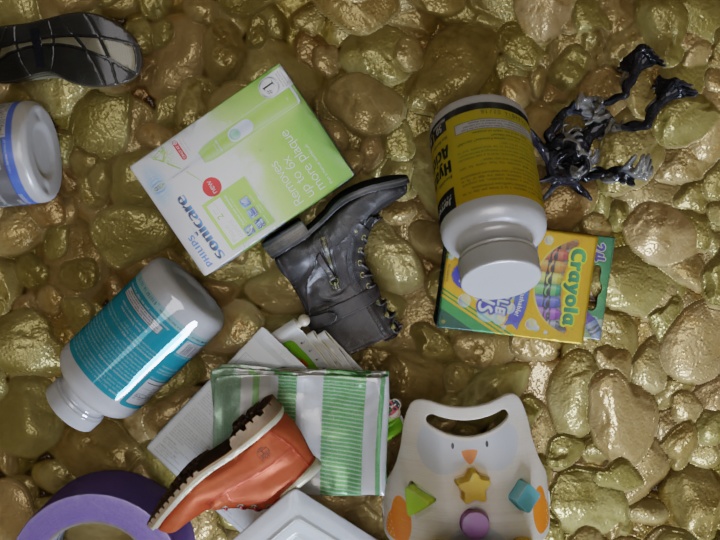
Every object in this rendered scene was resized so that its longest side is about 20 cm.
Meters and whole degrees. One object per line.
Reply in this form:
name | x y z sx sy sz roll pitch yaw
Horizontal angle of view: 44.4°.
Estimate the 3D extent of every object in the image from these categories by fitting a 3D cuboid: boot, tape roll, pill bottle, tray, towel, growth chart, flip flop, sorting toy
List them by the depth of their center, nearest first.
pill bottle | 0.135 -0.076 0.930 0.111 0.111 0.200 -5 60 1
boot | -0.138 0.238 0.961 0.200 0.075 0.107 -39 100 7
pill bottle | -0.446 -0.121 0.972 0.200 0.114 0.114 -6 95 1
pill bottle | -0.258 0.089 0.992 0.200 0.111 0.111 -43 94 4
towel | -0.068 0.182 0.993 0.200 0.023 0.153 1 99 1
flip flop | -0.335 -0.243 0.993 0.200 0.058 0.081 0 100 16
sorting toy | 0.121 0.226 0.997 0.200 0.107 0.180 -4 101 1
tray | -0.053 0.322 0.999 0.107 0.022 0.200 -42 131 4
boot | 0.000 0.000 1.012 0.200 0.069 0.174 -29 100 7
growth chart | -0.047 0.145 1.025 0.200 0.018 0.145 43 113 -7
tape roll | -0.298 0.343 1.030 0.200 0.085 0.200 0 95 0

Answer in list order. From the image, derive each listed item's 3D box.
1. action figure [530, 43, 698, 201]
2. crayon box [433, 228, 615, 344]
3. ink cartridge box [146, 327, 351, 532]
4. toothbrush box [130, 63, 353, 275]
action figure | 0.267 -0.152 0.971 0.119 0.102 0.200 42 93 -15
crayon box | 0.191 0.012 1.011 0.200 0.052 0.126 6 96 -1
ink cartridge box | -0.122 0.187 1.030 0.163 0.057 0.200 43 92 -4
toothbrush box | -0.127 -0.111 0.985 0.200 0.086 0.146 -33 94 5
